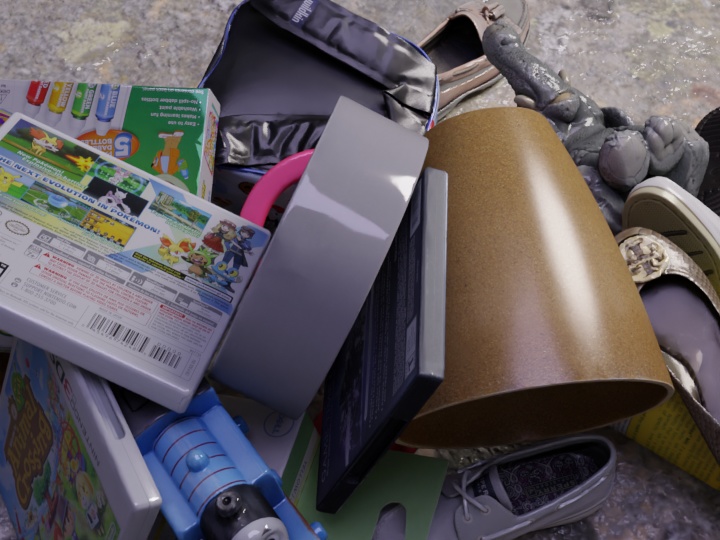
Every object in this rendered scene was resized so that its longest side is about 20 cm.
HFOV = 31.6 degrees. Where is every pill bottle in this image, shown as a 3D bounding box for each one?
[{"bbox_3d":[0.261,0.095,0.921,0.199,0.115,0.114,31,59,18],"label":"pill bottle"}]

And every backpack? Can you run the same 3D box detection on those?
[{"bbox_3d":[-0.032,-0.116,1.032,0.188,0.154,0.202,14,69,14],"label":"backpack"}]

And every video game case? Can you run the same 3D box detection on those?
[{"bbox_3d":[-0.194,0.132,0.826,0.022,0.201,0.183,-9,53,-33],"label":"video game case"},{"bbox_3d":[0.011,0.050,0.804,0.019,0.200,0.144,12,55,-13],"label":"video game case"},{"bbox_3d":[-0.172,-0.012,0.817,0.198,0.022,0.183,25,36,-3],"label":"video game case"}]

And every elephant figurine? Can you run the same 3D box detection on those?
[{"bbox_3d":[0.180,-0.095,1.050,0.140,0.157,0.200,11,17,-37],"label":"elephant figurine"}]

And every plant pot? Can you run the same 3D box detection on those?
[{"bbox_3d":[0.097,0.002,0.853,0.184,0.187,0.202,-6,71,-7],"label":"plant pot"}]

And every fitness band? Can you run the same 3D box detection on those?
[{"bbox_3d":[0.000,0.000,0.940,0.199,0.037,0.144,39,93,-3],"label":"fitness band"}]

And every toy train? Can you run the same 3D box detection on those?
[{"bbox_3d":[-0.094,0.135,0.795,0.086,0.115,0.200,-35,49,-10],"label":"toy train"}]

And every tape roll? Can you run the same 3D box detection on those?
[{"bbox_3d":[-0.028,-0.008,0.822,0.066,0.201,0.202,26,56,-5],"label":"tape roll"}]

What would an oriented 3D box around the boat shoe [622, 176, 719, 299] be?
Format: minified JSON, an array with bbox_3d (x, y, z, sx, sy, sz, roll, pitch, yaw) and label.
[{"bbox_3d":[0.272,-0.002,0.974,0.200,0.074,0.069,48,54,-21],"label":"boat shoe"}]

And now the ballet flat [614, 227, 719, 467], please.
[{"bbox_3d":[0.226,0.056,0.855,0.067,0.046,0.202,-26,72,4],"label":"ballet flat"}]

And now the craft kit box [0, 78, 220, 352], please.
[{"bbox_3d":[-0.210,-0.037,0.925,0.197,0.049,0.200,3,82,5],"label":"craft kit box"}]

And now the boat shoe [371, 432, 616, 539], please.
[{"bbox_3d":[0.091,0.163,0.893,0.198,0.069,0.073,-11,56,-10],"label":"boat shoe"}]

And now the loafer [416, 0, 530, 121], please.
[{"bbox_3d":[0.091,-0.199,1.148,0.072,0.063,0.200,35,61,21],"label":"loafer"}]

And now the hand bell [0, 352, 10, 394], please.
[{"bbox_3d":[-0.268,0.041,0.965,0.103,0.104,0.202,9,67,4],"label":"hand bell"}]

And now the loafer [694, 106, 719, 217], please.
[{"bbox_3d":[0.321,-0.074,1.080,0.072,0.071,0.201,-10,37,33],"label":"loafer"}]

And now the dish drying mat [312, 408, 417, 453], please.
[{"bbox_3d":[-0.012,0.137,0.936,0.076,0.018,0.200,30,60,22],"label":"dish drying mat"}]

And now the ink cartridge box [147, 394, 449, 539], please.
[{"bbox_3d":[-0.055,0.164,0.866,0.198,0.048,0.147,5,54,24],"label":"ink cartridge box"}]
